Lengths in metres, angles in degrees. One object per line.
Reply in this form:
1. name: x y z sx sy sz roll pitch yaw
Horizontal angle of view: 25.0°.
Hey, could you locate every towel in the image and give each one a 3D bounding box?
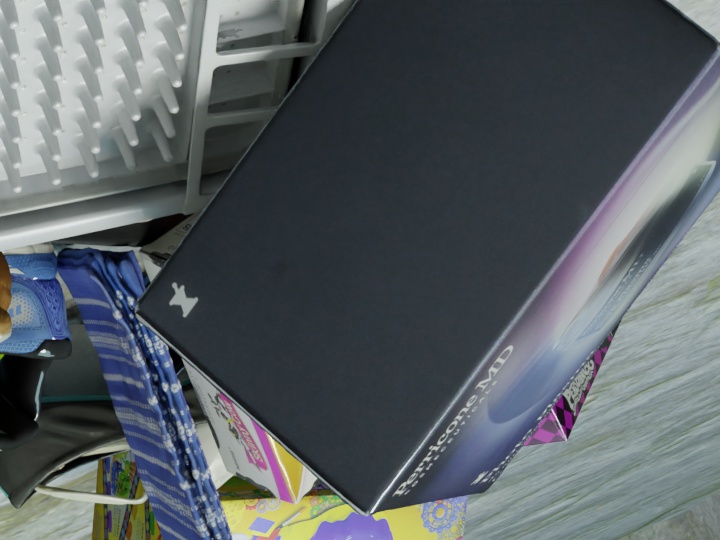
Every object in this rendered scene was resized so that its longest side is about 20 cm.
1. towel: -0.106 0.083 0.812 0.024 0.202 0.145 -21 -172 -18

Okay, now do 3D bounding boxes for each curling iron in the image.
1. curling iron: -0.098 -0.031 0.771 0.199 0.025 0.050 -13 133 -59

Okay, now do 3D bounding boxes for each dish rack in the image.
1. dish rack: -0.103 -0.076 0.559 0.198 0.044 0.172 -14 150 -19

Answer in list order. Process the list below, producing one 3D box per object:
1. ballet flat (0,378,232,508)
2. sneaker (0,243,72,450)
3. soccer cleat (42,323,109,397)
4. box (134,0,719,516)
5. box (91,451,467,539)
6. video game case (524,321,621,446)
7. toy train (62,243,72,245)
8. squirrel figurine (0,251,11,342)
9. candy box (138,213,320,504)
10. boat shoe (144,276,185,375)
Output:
1. ballet flat: -0.111 0.094 0.917 0.197 0.069 0.068 -11 167 -4
2. sneaker: -0.220 0.064 0.852 0.078 0.090 0.200 -1 149 -50
3. soccer cleat: -0.229 0.092 0.957 0.199 0.069 0.085 -28 169 21
4. box: 0.045 -0.019 0.637 0.201 0.123 0.198 -53 163 6
5. box: -0.061 0.179 1.113 0.198 0.124 0.192 1 -167 -27
6. video game case: 0.070 0.051 1.046 0.198 0.036 0.182 -13 -152 35
7. toy train: -0.096 -0.072 0.738 0.045 0.034 0.200 -15 159 -35
8. squirrel figurine: -0.243 0.044 0.704 0.186 0.142 0.200 -35 163 8
9. candy box: 0.000 0.000 0.815 0.199 0.061 0.138 -37 124 -29
10. boat shoe: -0.089 0.027 0.961 0.084 0.069 0.200 -4 152 -48
